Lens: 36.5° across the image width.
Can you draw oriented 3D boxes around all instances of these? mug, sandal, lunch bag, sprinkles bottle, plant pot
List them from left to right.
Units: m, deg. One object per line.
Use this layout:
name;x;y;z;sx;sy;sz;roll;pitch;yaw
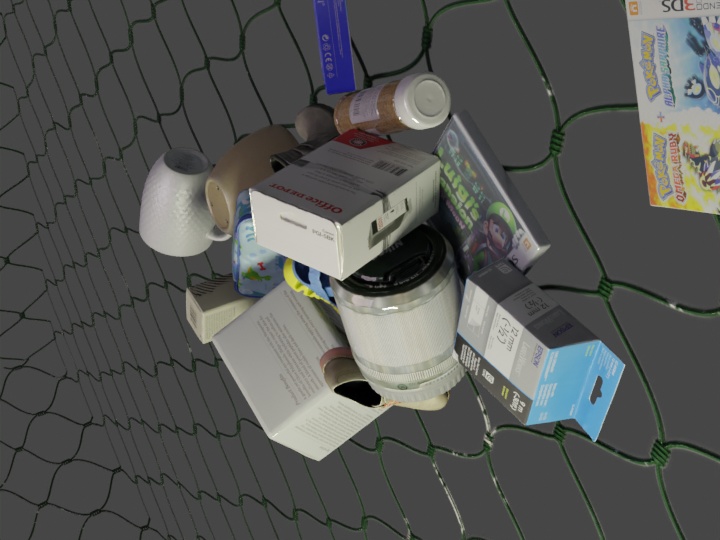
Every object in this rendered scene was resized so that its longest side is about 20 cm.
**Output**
mug;-0.320;-0.128;2.078;0.200;0.148;0.176;27;131;13
plant pot;-0.174;-0.126;1.782;0.200;0.134;0.201;41;141;44
lunch bag;-0.119;-0.042;1.706;0.200;0.160;0.083;103;163;-49
sandal;-0.011;0.027;1.542;0.087;0.200;0.080;135;157;-67
sprinkles bottle;0.037;-0.207;1.394;0.200;0.068;0.068;2;109;63

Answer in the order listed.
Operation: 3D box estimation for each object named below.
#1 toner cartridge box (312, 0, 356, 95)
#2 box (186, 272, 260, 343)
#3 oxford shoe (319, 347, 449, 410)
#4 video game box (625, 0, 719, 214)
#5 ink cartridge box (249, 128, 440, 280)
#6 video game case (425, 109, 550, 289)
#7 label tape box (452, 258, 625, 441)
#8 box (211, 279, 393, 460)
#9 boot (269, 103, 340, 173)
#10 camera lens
toner cartridge box;-0.040;-0.342;1.438;0.095;0.043;0.201;-99;2;-66
box;-0.194;0.046;1.862;0.068;0.200;0.082;51;147;35
oxford shoe;0.037;0.170;1.515;0.074;0.200;0.071;-102;33;-51
video game box;0.314;-0.146;0.931;0.182;0.047;0.201;19;124;61
ink cartridge box;-0.017;-0.086;1.343;0.147;0.200;0.083;23;131;33
video game case;0.140;-0.066;1.343;0.200;0.023;0.182;61;152;19
label tape box;0.201;0.103;1.275;0.200;0.066;0.144;45;147;32
box;-0.081;0.152;1.672;0.199;0.171;0.200;55;-176;28
boot;-0.076;-0.176;1.562;0.200;0.130;0.068;40;141;45
camera lens;0.055;0.050;1.403;0.160;0.160;0.200;39;153;47
